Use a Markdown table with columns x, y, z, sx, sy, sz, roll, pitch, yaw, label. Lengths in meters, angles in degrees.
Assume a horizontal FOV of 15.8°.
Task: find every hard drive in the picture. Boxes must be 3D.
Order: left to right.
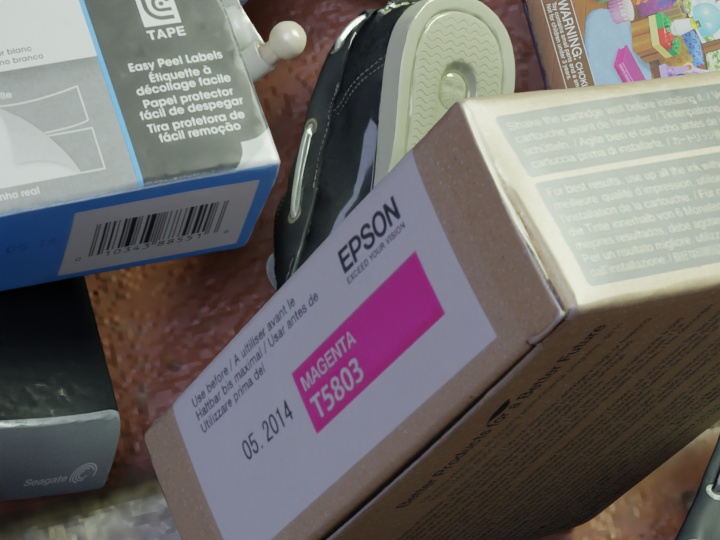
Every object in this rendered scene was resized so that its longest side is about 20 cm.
| x | y | z | sx | sy | sz | roll | pitch | yaw | label |
| --- | --- | --- | --- | --- | --- | --- | --- | --- | --- |
| -0.178 | 0.013 | 0.882 | 0.042 | 0.200 | 0.135 | -42 | 54 | 43 | hard drive |

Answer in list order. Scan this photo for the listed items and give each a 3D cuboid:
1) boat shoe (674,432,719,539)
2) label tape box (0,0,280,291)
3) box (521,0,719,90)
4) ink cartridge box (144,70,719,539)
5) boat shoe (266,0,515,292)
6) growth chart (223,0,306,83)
| x | y | z | sx | sy | sz | roll | pitch | yaw | label |
| --- | --- | --- | --- | --- | --- | --- | --- | --- | --- |
| 0.104 | 0.114 | 0.861 | 0.066 | 0.075 | 0.199 | 30 | 80 | 18 | boat shoe |
| -0.129 | -0.094 | 0.888 | 0.144 | 0.063 | 0.200 | -12 | 66 | -20 | label tape box |
| 0.133 | -0.078 | 0.930 | 0.137 | 0.039 | 0.200 | -16 | 72 | 4 | box |
| 0.052 | 0.022 | 0.803 | 0.165 | 0.200 | 0.075 | -9 | 65 | -40 | ink cartridge box |
| 0.000 | 0.000 | 0.926 | 0.068 | 0.072 | 0.200 | 6 | 79 | 49 | boat shoe |
| -0.083 | -0.138 | 0.964 | 0.145 | 0.018 | 0.200 | -28 | 67 | 31 | growth chart |
